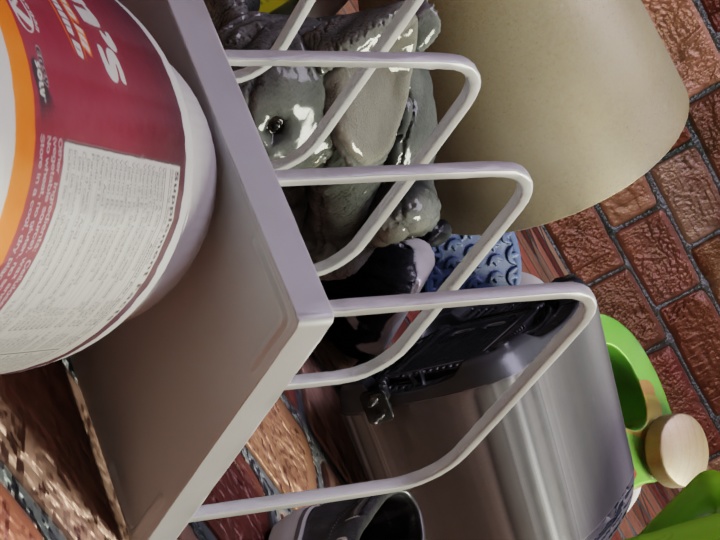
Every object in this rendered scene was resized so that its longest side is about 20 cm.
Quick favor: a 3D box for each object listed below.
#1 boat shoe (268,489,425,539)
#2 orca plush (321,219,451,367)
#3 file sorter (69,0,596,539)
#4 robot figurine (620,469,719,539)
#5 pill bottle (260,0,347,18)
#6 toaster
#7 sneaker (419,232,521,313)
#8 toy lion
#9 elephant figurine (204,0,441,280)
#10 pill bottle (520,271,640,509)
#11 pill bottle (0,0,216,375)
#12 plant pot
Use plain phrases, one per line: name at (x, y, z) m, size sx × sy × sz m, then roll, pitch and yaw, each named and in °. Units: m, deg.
boat shoe at (0.002, 0.134, 0.705) m, size 0.070 × 0.066 × 0.200 m, roll 60°, pitch 9°, yaw -11°
orca plush at (0.000, 0.000, 1.085) m, size 0.071 × 0.105 × 0.200 m, roll 31°, pitch 12°, yaw 2°
file sorter at (-0.031, -0.033, 0.644) m, size 0.124 × 0.139 × 0.200 m, roll -5°, pitch 58°, yaw -33°
robot figurine at (0.195, 0.183, 0.980) m, size 0.116 × 0.199 × 0.176 m, roll 94°, pitch -23°, yaw -43°
pill bottle at (-0.092, -0.226, 1.088) m, size 0.200 × 0.112 × 0.113 m, roll 58°, pitch 10°, yaw -26°
toaster at (0.070, 0.090, 0.979) m, size 0.200 × 0.113 × 0.130 m, roll -34°, pitch 108°, yaw -64°
sneaker at (0.060, 0.034, 1.205) m, size 0.078 × 0.070 × 0.201 m, roll 25°, pitch -54°, yaw 61°
toy lion at (0.108, 0.091, 1.156) m, size 0.200 × 0.069 × 0.192 m, roll -37°, pitch 108°, yaw -38°
elephant figurine at (-0.031, -0.083, 0.903) m, size 0.200 × 0.141 × 0.156 m, roll 53°, pitch 20°, yaw -65°
pill bottle at (0.125, 0.092, 1.368) m, size 0.111 × 0.111 × 0.200 m, roll 55°, pitch 12°, yaw -37°
pill bottle at (-0.103, -0.028, 0.457) m, size 0.110 × 0.109 × 0.200 m, roll 63°, pitch 9°, yaw 5°
plant pot at (0.073, -0.157, 1.096) m, size 0.188 × 0.187 × 0.200 m, roll -102°, pitch 170°, yaw -60°
